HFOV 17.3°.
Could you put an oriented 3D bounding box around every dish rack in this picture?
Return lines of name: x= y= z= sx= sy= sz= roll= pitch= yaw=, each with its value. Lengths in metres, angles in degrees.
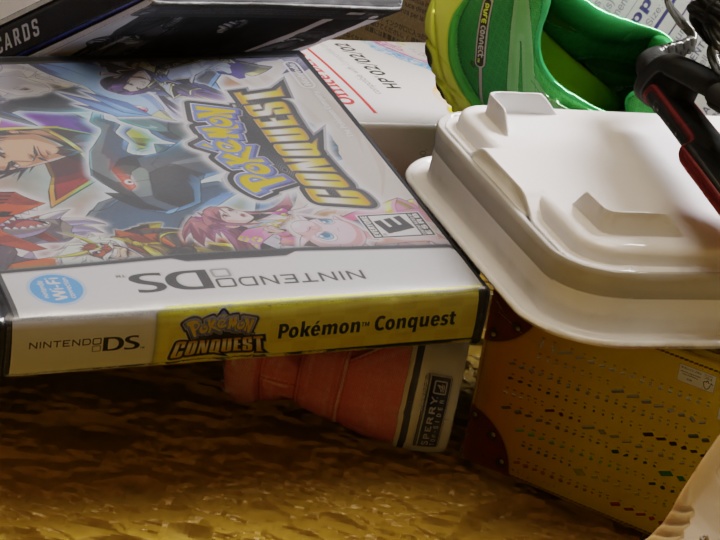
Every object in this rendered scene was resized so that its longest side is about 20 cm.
dish rack: x=0.131 y=-0.025 z=0.879 sx=0.199 sy=0.044 sz=0.172 roll=0 pitch=25 yaw=-20

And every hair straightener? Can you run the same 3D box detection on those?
hair straightener: x=0.139 y=-0.070 z=0.837 sx=0.041 sy=0.077 sz=0.200 roll=20 pitch=18 yaw=-12

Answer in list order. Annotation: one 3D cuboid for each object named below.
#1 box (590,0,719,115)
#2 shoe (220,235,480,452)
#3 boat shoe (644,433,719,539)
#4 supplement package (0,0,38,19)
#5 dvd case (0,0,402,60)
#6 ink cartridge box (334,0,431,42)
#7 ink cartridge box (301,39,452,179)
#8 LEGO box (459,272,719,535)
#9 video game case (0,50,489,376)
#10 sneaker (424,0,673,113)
box: x=0.171 y=-0.168 z=1.163 sx=0.200 sy=0.184 sz=0.105 roll=31 pitch=5 yaw=-41
shoe: x=0.000 y=0.000 z=0.932 sx=0.090 sy=0.072 sz=0.200 roll=13 pitch=26 yaw=0
boat shoe: x=0.096 y=0.118 z=0.702 sx=0.074 sy=0.069 sz=0.200 roll=31 pitch=51 yaw=28
supplement package: x=-0.139 y=-0.163 z=1.195 sx=0.199 sy=0.121 sz=0.121 roll=3 pitch=22 yaw=-15
dvd case: x=-0.102 y=-0.094 z=1.016 sx=0.199 sy=0.025 sz=0.150 roll=-17 pitch=-7 yaw=42
ink cartridge box: x=0.009 y=-0.198 z=1.281 sx=0.199 sy=0.166 sz=0.075 roll=29 pitch=30 yaw=37
ink cartridge box: x=0.017 y=-0.056 z=1.075 sx=0.199 sy=0.068 sz=0.115 roll=-1 pitch=24 yaw=-24
LEGO box: x=0.161 y=0.049 z=0.875 sx=0.199 sy=0.078 sz=0.149 roll=21 pitch=25 yaw=25
video game case: x=-0.073 y=-0.029 z=0.870 sx=0.180 sy=0.026 sz=0.200 roll=-4 pitch=32 yaw=-23
sneaker: x=0.110 y=-0.052 z=0.995 sx=0.083 sy=0.200 sz=0.074 roll=-21 pitch=35 yaw=42
